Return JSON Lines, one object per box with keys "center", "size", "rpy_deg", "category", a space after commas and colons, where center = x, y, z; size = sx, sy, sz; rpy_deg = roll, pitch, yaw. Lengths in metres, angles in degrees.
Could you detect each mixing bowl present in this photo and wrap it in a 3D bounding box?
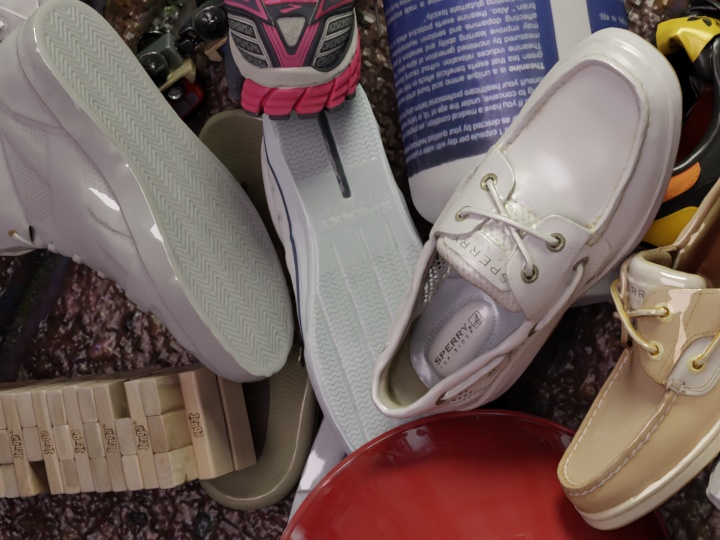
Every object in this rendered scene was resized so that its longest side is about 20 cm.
{"center": [0.062, 0.168, 0.912], "size": [0.200, 0.108, 0.201], "rpy_deg": [-2, 99, -11], "category": "mixing bowl"}

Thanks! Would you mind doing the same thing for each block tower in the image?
{"center": [-0.150, 0.082, 1.044], "size": [0.200, 0.054, 0.058], "rpy_deg": [-9, 92, 34], "category": "block tower"}

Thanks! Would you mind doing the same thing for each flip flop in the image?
{"center": [-0.057, 0.018, 1.033], "size": [0.081, 0.058, 0.201], "rpy_deg": [2, 84, 20], "category": "flip flop"}

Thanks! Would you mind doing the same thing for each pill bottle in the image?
{"center": [0.072, -0.082, 0.962], "size": [0.111, 0.111, 0.201], "rpy_deg": [-10, 85, 20], "category": "pill bottle"}

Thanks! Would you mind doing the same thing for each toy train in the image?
{"center": [-0.103, -0.094, 1.064], "size": [0.200, 0.034, 0.046], "rpy_deg": [-35, 119, 17], "category": "toy train"}

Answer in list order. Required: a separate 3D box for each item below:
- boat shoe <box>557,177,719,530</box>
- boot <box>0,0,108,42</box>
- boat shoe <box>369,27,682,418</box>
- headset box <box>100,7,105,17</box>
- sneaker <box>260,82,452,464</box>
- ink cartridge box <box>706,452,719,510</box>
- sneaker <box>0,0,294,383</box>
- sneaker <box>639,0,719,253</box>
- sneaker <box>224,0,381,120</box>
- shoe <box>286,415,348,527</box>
{"center": [0.138, 0.013, 0.862], "size": [0.069, 0.074, 0.200], "rpy_deg": [35, 93, -24], "category": "boat shoe"}
{"center": [-0.192, -0.134, 1.006], "size": [0.200, 0.074, 0.096], "rpy_deg": [-33, 87, 23], "category": "boot"}
{"center": [0.064, -0.009, 0.865], "size": [0.071, 0.069, 0.200], "rpy_deg": [40, 125, 19], "category": "boat shoe"}
{"center": [-0.237, -0.174, 1.101], "size": [0.200, 0.075, 0.149], "rpy_deg": [2, 89, 20], "category": "headset box"}
{"center": [0.000, 0.000, 0.988], "size": [0.073, 0.071, 0.201], "rpy_deg": [-11, 80, -5], "category": "sneaker"}
{"center": [0.237, 0.025, 0.851], "size": [0.084, 0.146, 0.200], "rpy_deg": [37, 106, 5], "category": "ink cartridge box"}
{"center": [-0.122, -0.021, 0.997], "size": [0.115, 0.074, 0.200], "rpy_deg": [-29, 97, 38], "category": "sneaker"}
{"center": [0.169, -0.097, 0.909], "size": [0.070, 0.090, 0.200], "rpy_deg": [20, 76, 44], "category": "sneaker"}
{"center": [-0.029, -0.159, 0.980], "size": [0.080, 0.075, 0.200], "rpy_deg": [-4, 44, -4], "category": "sneaker"}
{"center": [0.005, 0.152, 1.007], "size": [0.091, 0.071, 0.201], "rpy_deg": [15, 86, 3], "category": "shoe"}
